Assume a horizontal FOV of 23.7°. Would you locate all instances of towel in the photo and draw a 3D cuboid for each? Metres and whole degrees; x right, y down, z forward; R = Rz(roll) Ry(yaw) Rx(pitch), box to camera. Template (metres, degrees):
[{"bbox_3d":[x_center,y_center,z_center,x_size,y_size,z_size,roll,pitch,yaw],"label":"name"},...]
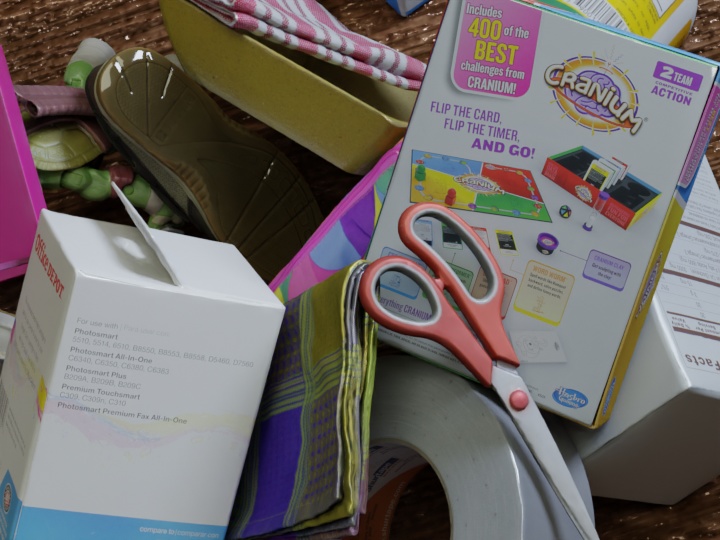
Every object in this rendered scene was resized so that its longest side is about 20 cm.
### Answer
[{"bbox_3d":[-0.039,0.080,0.954,0.023,0.200,0.144,9,75,-23],"label":"towel"},{"bbox_3d":[-0.051,-0.173,1.132,0.146,0.200,0.030,38,107,41],"label":"towel"}]

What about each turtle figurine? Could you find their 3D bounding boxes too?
[{"bbox_3d":[-0.189,-0.059,1.179,0.144,0.200,0.194,-16,30,36],"label":"turtle figurine"}]

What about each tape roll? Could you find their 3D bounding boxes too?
[{"bbox_3d":[0.032,0.150,0.961,0.200,0.066,0.201,-14,69,41],"label":"tape roll"}]

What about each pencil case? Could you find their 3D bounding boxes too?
[{"bbox_3d":[0.000,0.000,1.040,0.200,0.088,0.089,-44,53,33],"label":"pencil case"}]

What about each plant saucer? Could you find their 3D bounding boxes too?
[{"bbox_3d":[-0.017,-0.110,1.120,0.200,0.200,0.049,33,104,26],"label":"plant saucer"}]

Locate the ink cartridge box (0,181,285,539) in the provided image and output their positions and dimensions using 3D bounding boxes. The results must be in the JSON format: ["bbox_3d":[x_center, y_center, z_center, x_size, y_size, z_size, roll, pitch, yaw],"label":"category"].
[{"bbox_3d":[-0.133,0.060,0.994,0.129,0.125,0.201,-136,60,-63],"label":"ink cartridge box"}]

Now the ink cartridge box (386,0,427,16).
[{"bbox_3d":[0.023,-0.305,1.256,0.144,0.084,0.200,-37,60,-8],"label":"ink cartridge box"}]

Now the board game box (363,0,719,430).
[{"bbox_3d":[0.092,-0.037,0.911,0.153,0.040,0.200,22,102,18],"label":"board game box"}]

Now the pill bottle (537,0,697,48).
[{"bbox_3d":[0.149,-0.163,1.109,0.113,0.113,0.200,22,46,23],"label":"pill bottle"}]

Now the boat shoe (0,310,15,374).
[{"bbox_3d":[-0.269,0.062,1.136,0.200,0.071,0.069,8,64,27],"label":"boat shoe"}]

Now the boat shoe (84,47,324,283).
[{"bbox_3d":[-0.099,-0.067,1.119,0.073,0.200,0.065,-47,23,-14],"label":"boat shoe"}]

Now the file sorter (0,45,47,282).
[{"bbox_3d":[-0.312,-0.039,1.043,0.200,0.125,0.139,-15,91,30],"label":"file sorter"}]

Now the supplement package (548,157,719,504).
[{"bbox_3d":[0.155,0.020,1.007,0.117,0.117,0.200,-40,52,36],"label":"supplement package"}]

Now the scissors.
[{"bbox_3d":[0.080,0.053,0.886,0.073,0.014,0.200,-43,91,-20],"label":"scissors"}]
